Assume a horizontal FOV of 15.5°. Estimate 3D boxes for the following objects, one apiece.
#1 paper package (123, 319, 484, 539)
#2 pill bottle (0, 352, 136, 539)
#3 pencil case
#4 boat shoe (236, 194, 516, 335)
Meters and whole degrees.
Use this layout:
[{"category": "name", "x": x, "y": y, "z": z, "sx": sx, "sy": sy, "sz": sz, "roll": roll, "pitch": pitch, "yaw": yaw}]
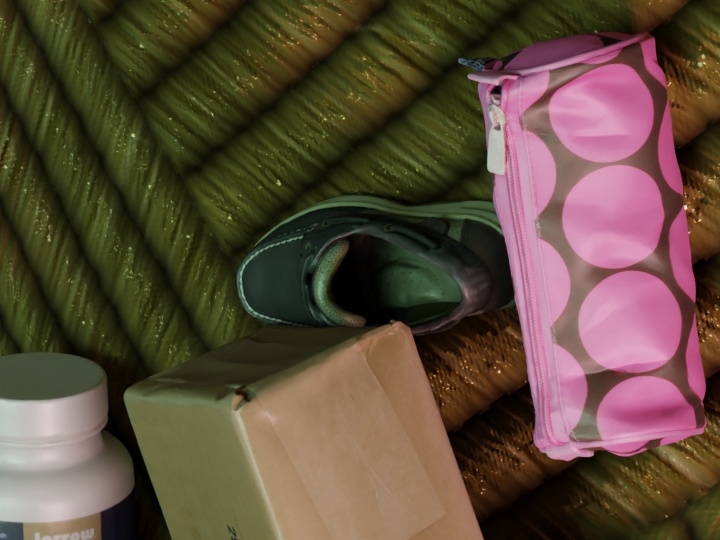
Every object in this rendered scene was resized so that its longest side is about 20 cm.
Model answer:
[{"category": "paper package", "x": -0.020, "y": 0.132, "z": 1.315, "sx": 0.191, "sy": 0.103, "sz": 0.200, "roll": -2, "pitch": 109, "yaw": 68}, {"category": "pill bottle", "x": -0.187, "y": 0.155, "z": 1.546, "sx": 0.111, "sy": 0.111, "sz": 0.200, "roll": 16, "pitch": 114, "yaw": 39}, {"category": "pencil case", "x": 0.105, "y": -0.009, "z": 1.231, "sx": 0.091, "sy": 0.094, "sz": 0.200, "roll": -3, "pitch": 102, "yaw": 44}, {"category": "boat shoe", "x": 0.001, "y": 0.001, "z": 1.350, "sx": 0.201, "sy": 0.066, "sz": 0.072, "roll": -3, "pitch": 102, "yaw": 44}]
